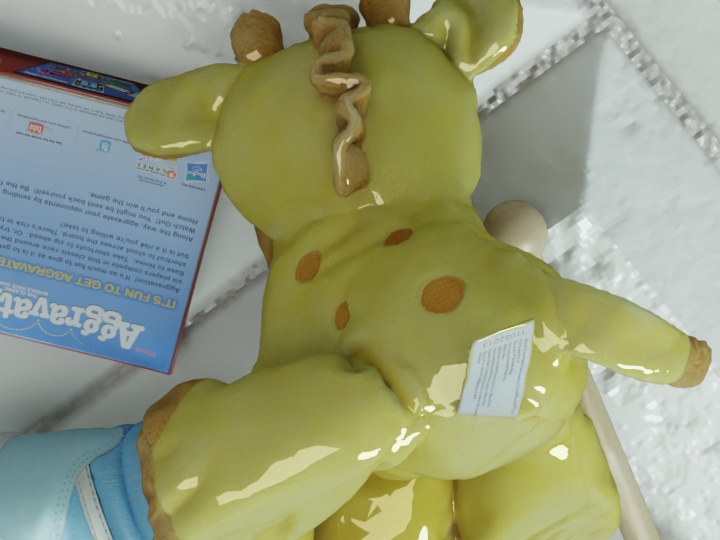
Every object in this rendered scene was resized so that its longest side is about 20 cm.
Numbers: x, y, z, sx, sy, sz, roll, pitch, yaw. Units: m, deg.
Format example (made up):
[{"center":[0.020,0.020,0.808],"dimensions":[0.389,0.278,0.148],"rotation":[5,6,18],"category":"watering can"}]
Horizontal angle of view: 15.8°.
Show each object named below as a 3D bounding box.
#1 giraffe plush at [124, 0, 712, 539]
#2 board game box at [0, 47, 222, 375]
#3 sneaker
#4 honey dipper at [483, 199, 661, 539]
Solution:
[{"center":[0.000,0.000,0.815],"dimensions":[0.171,0.163,0.200],"rotation":[-4,149,-24],"category":"giraffe plush"},{"center":[-0.149,-0.032,0.881],"dimensions":[0.198,0.019,0.104],"rotation":[14,121,-6],"category":"board game box"},{"center":[-0.061,0.141,0.927],"dimensions":[0.130,0.080,0.201],"rotation":[-14,113,18],"category":"sneaker"},{"center":[0.087,0.065,0.897],"dimensions":[0.038,0.038,0.201],"rotation":[-18,107,18],"category":"honey dipper"}]
